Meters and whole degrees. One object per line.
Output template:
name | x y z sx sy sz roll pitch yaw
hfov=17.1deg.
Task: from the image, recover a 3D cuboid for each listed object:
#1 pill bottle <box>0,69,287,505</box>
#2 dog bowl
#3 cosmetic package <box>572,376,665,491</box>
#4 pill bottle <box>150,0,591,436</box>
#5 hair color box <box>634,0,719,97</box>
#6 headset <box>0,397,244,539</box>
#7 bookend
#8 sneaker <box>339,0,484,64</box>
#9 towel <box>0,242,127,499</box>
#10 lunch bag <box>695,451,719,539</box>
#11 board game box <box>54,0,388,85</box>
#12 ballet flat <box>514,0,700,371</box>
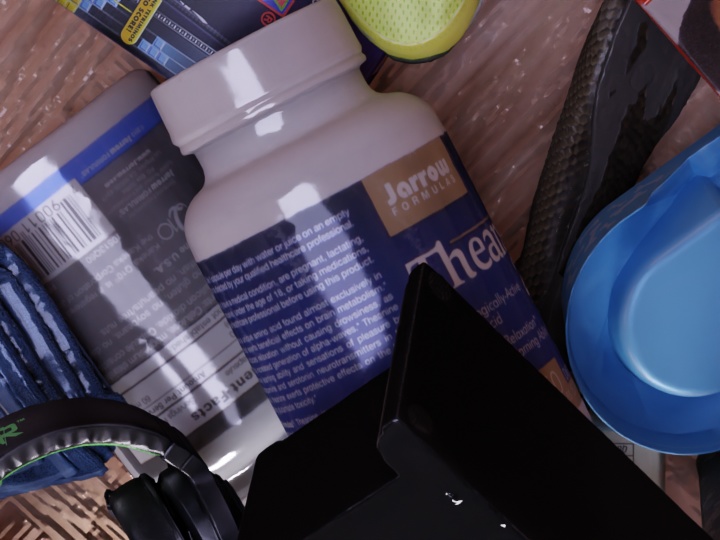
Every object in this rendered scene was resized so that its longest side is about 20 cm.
pill bottle | -0.075 0.024 1.023 0.114 0.114 0.200 -35 97 17
dog bowl | 0.167 -0.012 0.977 0.200 0.050 0.112 -36 109 0
cosmetic package | 0.083 0.151 1.052 0.103 0.073 0.200 2 106 9
pill bottle | 0.000 0.000 0.939 0.111 0.111 0.200 -26 94 16
hair color box | 0.187 -0.159 0.902 0.200 0.101 0.061 -41 51 10
headset | -0.095 0.124 0.959 0.124 0.094 0.200 -47 124 2
bookend | 0.014 0.137 0.868 0.200 0.092 0.199 -37 113 27
sneaker | 0.011 -0.174 0.907 0.078 0.090 0.200 -2 107 8
towel | -0.182 0.051 1.024 0.200 0.049 0.112 -19 108 55
lunch bag | 0.233 0.144 0.975 0.118 0.164 0.200 -40 95 13
board game box | -0.034 -0.169 0.991 0.165 0.057 0.200 34 109 0
ballet flat | 0.099 -0.054 1.005 0.046 0.067 0.200 33 116 43
